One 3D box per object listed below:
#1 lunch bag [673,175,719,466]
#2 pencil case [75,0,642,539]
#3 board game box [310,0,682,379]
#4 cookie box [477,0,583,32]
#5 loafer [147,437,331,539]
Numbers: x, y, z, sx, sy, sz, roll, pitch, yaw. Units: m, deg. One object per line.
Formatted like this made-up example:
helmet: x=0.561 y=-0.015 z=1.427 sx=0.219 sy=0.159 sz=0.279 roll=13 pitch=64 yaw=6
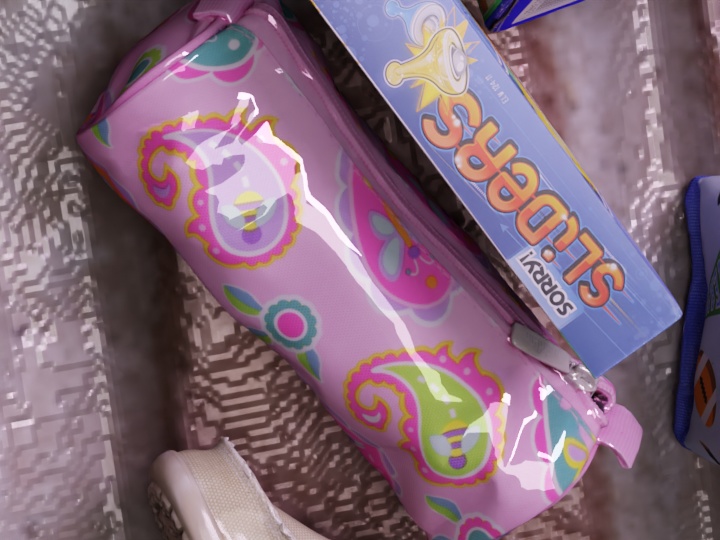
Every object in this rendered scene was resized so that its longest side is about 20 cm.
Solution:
lunch bag: x=0.221 y=0.033 z=0.830 sx=0.199 sy=0.170 sz=0.125 roll=1 pitch=100 yaw=-14
pencil case: x=0.000 y=0.000 z=0.816 sx=0.087 sy=0.087 sz=0.200 roll=-43 pitch=101 yaw=-5
board game box: x=0.018 y=-0.071 z=0.786 sx=0.034 sy=0.135 sz=0.200 roll=-36 pitch=103 yaw=6
cookie box: x=0.084 y=-0.200 z=0.798 sx=0.170 sy=0.075 sz=0.201 roll=-21 pitch=87 yaw=-10
loafer: x=0.007 y=0.120 z=0.843 sx=0.068 sy=0.076 sz=0.200 roll=-43 pitch=113 yaw=-7
